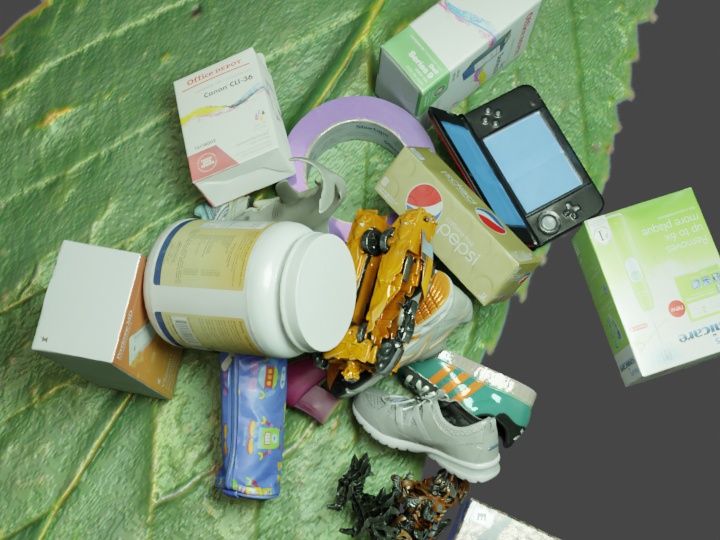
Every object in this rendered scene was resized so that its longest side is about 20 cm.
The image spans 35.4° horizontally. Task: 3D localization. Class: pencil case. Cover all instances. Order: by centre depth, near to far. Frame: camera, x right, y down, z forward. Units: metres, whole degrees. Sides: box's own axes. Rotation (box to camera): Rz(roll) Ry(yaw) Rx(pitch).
[{"bbox_3d":[-0.127,0.164,1.305,0.077,0.086,0.202,3,90,37],"label":"pencil case"}]

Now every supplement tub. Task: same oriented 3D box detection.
[{"bbox_3d":[-0.118,0.018,1.216,0.198,0.144,0.146,4,72,30],"label":"supplement tub"}]

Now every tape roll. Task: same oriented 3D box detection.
[{"bbox_3d":[-0.003,-0.114,1.417,0.198,0.066,0.202,0,74,-1],"label":"tape roll"}]

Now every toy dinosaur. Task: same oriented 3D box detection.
[{"bbox_3d":[0.037,0.292,1.291,0.136,0.102,0.201,48,67,-34],"label":"toy dinosaur"}]

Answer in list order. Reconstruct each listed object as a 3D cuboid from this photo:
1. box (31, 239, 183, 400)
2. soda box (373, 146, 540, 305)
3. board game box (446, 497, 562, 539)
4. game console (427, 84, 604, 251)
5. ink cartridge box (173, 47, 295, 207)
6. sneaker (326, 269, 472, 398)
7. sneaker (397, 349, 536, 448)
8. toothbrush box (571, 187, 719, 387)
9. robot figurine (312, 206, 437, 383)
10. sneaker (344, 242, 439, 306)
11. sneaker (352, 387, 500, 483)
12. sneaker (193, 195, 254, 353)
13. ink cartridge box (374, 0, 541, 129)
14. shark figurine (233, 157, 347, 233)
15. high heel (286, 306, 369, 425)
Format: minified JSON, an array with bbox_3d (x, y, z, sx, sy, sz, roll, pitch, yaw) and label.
[{"bbox_3d":[-0.275,0.061,1.287,0.096,0.200,0.126,9,75,13],"label":"box"},{"bbox_3d":[0.111,-0.053,1.308,0.200,0.064,0.068,48,116,21],"label":"soda box"},{"bbox_3d":[0.179,0.374,1.272,0.198,0.097,0.161,23,76,5],"label":"board game box"},{"bbox_3d":[0.196,-0.136,1.400,0.171,0.119,0.201,-27,78,-8],"label":"game console"},{"bbox_3d":[-0.161,-0.193,1.398,0.115,0.068,0.202,-21,59,8],"label":"ink cartridge box"},{"bbox_3d":[0.050,0.089,1.295,0.200,0.092,0.076,-40,47,20],"label":"sneaker"},{"bbox_3d":[0.107,0.147,1.345,0.198,0.071,0.081,21,72,4],"label":"sneaker"},{"bbox_3d":[0.364,0.021,1.378,0.144,0.086,0.202,-16,77,-5],"label":"toothbrush box"},{"bbox_3d":[0.018,0.029,1.245,0.144,0.058,0.202,2,71,42],"label":"robot figurine"},{"bbox_3d":[0.000,0.000,1.336,0.198,0.076,0.091,-25,117,0],"label":"sneaker"},{"bbox_3d":[0.080,0.168,1.305,0.199,0.074,0.083,19,113,31],"label":"sneaker"},{"bbox_3d":[-0.177,0.006,1.386,0.085,0.078,0.202,0,68,12],"label":"sneaker"},{"bbox_3d":[0.121,-0.281,1.423,0.200,0.145,0.088,-40,80,-11],"label":"ink cartridge box"},{"bbox_3d":[-0.048,-0.064,1.287,0.127,0.214,0.091,-4,80,-28],"label":"shark figurine"},{"bbox_3d":[-0.030,0.081,1.361,0.096,0.067,0.201,34,77,3],"label":"high heel"}]
